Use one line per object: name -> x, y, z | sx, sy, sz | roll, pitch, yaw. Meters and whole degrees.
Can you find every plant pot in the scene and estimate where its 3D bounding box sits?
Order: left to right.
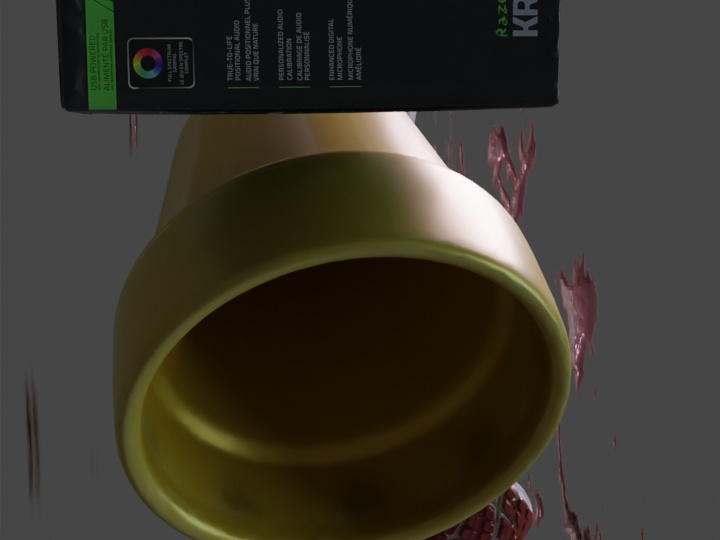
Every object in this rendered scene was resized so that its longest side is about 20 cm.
plant pot -> -0.020, 0.002, 0.620 | 0.190, 0.198, 0.202 | -104, -175, -46

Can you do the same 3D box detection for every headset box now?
headset box -> -0.030, -0.149, 0.498 | 0.093, 0.197, 0.177 | -142, -128, -79

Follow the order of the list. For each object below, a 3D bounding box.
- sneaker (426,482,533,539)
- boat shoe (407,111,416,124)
sneaker -> 0.026, 0.118, 0.858 | 0.078, 0.198, 0.082 | -62, 177, 23
boat shoe -> -0.002, -0.074, 1.157 | 0.069, 0.070, 0.202 | -31, 134, -51
